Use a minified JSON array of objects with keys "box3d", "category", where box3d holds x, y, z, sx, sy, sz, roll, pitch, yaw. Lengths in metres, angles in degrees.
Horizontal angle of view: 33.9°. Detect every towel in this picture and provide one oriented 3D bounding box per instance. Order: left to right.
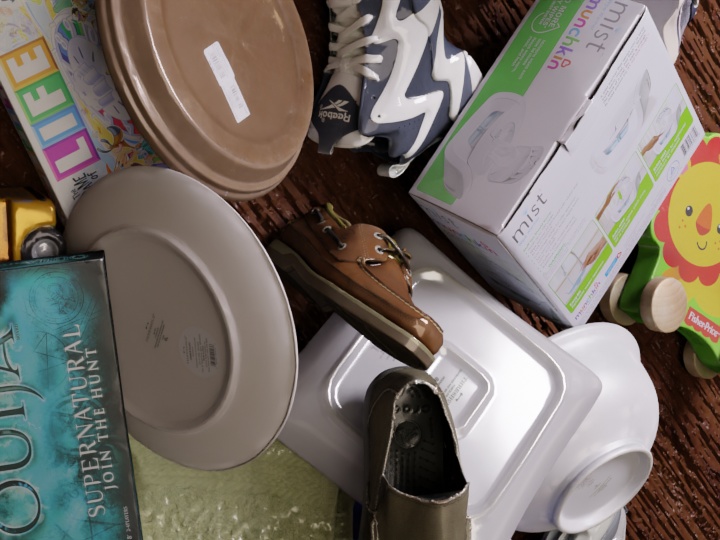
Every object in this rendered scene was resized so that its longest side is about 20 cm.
[{"box3d":[-0.099,0.146,0.819,0.198,0.037,0.150,6,67,-10],"category":"towel"}]

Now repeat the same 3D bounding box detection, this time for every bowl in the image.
[{"box3d":[0.172,0.147,0.958,0.200,0.091,0.202,-22,138,-21],"category":"bowl"}]

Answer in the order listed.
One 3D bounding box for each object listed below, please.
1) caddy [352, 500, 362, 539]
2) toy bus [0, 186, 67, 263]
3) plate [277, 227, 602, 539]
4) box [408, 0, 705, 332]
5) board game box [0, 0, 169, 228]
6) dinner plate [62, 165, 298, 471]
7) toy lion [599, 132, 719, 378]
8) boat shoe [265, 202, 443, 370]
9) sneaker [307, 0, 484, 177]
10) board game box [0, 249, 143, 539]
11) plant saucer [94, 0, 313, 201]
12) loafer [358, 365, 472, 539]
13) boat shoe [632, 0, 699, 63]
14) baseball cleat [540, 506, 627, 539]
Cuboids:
[{"box3d":[-0.002,0.230,0.916,0.141,0.105,0.200,-43,136,-5],"category":"caddy"},{"box3d":[-0.234,0.050,0.770,0.078,0.065,0.202,-4,104,-25],"category":"toy bus"},{"box3d":[0.058,0.088,0.846,0.199,0.032,0.200,38,63,3],"category":"plate"},{"box3d":[0.158,-0.083,0.907,0.201,0.096,0.176,-56,141,-6],"category":"box"},{"box3d":[-0.166,-0.122,0.784,0.134,0.034,0.202,-30,115,-19],"category":"board game box"},{"box3d":[-0.124,0.036,0.738,0.024,0.198,0.202,-30,118,-52],"category":"dinner plate"},{"box3d":[0.310,-0.018,1.065,0.199,0.068,0.193,30,79,-31],"category":"toy lion"},{"box3d":[0.000,0.000,0.808,0.068,0.200,0.072,-48,128,-7],"category":"boat shoe"},{"box3d":[-0.003,-0.151,0.841,0.130,0.079,0.200,-52,130,-19],"category":"sneaker"},{"box3d":[-0.212,0.095,0.729,0.134,0.028,0.202,-8,103,-9],"category":"board game box"},{"box3d":[-0.089,-0.145,0.760,0.200,0.029,0.202,28,56,-51],"category":"plant saucer"},{"box3d":[0.034,0.158,0.757,0.074,0.070,0.202,-6,78,-7],"category":"loafer"},{"box3d":[0.231,-0.237,0.917,0.093,0.074,0.200,-66,164,-7],"category":"boat shoe"},{"box3d":[0.173,0.284,1.051,0.200,0.070,0.106,-50,130,-3],"category":"baseball cleat"}]
